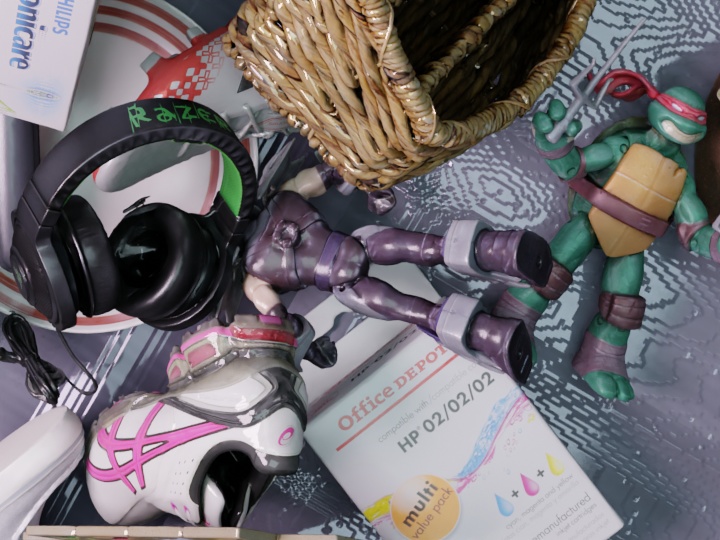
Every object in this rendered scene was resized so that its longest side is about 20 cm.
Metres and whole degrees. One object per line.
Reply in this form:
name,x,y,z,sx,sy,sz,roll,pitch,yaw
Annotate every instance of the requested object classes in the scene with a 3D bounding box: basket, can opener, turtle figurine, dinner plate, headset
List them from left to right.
can opener,-0.187,-0.099,0.834,0.078,0.063,0.201,3,94,-3
dinner plate,-0.158,-0.065,0.881,0.199,0.024,0.202,0,94,-3
headset,-0.136,-0.011,0.807,0.123,0.094,0.201,2,129,-41
basket,0.054,-0.149,0.784,0.143,0.149,0.200,46,56,-5
turtle figurine,0.153,-0.033,0.863,0.149,0.101,0.201,26,106,3

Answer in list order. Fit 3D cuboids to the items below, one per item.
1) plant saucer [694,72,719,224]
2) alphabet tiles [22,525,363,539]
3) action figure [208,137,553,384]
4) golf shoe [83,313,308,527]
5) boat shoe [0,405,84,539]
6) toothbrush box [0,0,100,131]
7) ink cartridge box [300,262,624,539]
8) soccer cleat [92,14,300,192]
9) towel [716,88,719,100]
plant saucer,0.298,-0.065,0.900,0.199,0.034,0.202,0,94,-4
alphabet tiles,-0.072,0.147,0.813,0.199,0.166,0.006,-5,73,30
action figure,0.000,0.000,0.832,0.199,0.069,0.131,15,84,24
golf shoe,-0.094,0.104,0.820,0.072,0.200,0.093,6,58,-31
boat shoe,-0.215,0.160,0.866,0.068,0.072,0.200,43,99,-13
toothbrush box,-0.217,-0.156,0.711,0.199,0.146,0.087,14,66,-12
ink cartridge box,0.042,0.097,0.881,0.115,0.068,0.200,-38,95,0
soccer cleat,-0.058,-0.099,0.837,0.085,0.069,0.200,45,67,6
towel,0.306,-0.090,0.825,0.199,0.036,0.149,-28,95,0
